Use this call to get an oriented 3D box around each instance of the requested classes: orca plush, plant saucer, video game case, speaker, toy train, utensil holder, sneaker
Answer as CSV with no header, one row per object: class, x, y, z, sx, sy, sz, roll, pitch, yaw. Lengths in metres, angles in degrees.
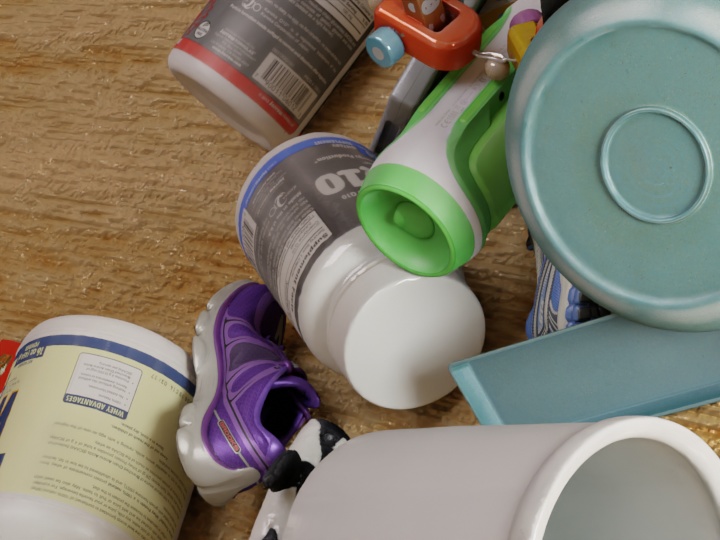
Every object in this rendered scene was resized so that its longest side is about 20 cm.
orca plush,-0.032,0.172,1.455,0.071,0.106,0.200,16,31,12
plant saucer,0.145,0.056,1.377,0.199,0.070,0.019,-19,18,37
video game case,0.067,-0.170,1.628,0.201,0.022,0.182,-60,-1,-13
speaker,0.082,-0.088,1.470,0.088,0.089,0.200,-1,40,48
toy train,0.105,-0.176,1.447,0.200,0.056,0.150,-38,58,-26
utensil holder,0.077,0.161,1.256,0.199,0.170,0.171,-3,54,49
plant saucer,0.162,-0.059,1.286,0.199,0.201,0.027,-22,4,34
sneaker,-0.063,0.079,1.583,0.083,0.081,0.201,-16,34,15
sneaker,0.137,-0.039,1.453,0.085,0.077,0.201,-14,56,54

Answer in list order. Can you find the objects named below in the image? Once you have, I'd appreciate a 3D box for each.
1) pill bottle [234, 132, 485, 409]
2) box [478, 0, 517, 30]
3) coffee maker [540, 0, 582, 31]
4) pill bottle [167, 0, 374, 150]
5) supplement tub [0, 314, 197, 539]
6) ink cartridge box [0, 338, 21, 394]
pill bottle,0.000,0.000,1.550,0.114,0.114,0.200,-46,35,5
box,0.164,-0.204,1.583,0.199,0.042,0.119,-17,24,31
coffee maker,0.203,-0.171,1.299,0.199,0.193,0.135,0,46,29
pill bottle,-0.043,-0.198,1.795,0.200,0.116,0.116,-53,34,-6
supplement tub,-0.186,0.147,1.592,0.144,0.145,0.201,-15,46,40
ink cartridge box,-0.275,0.119,1.812,0.199,0.057,0.163,11,66,48
